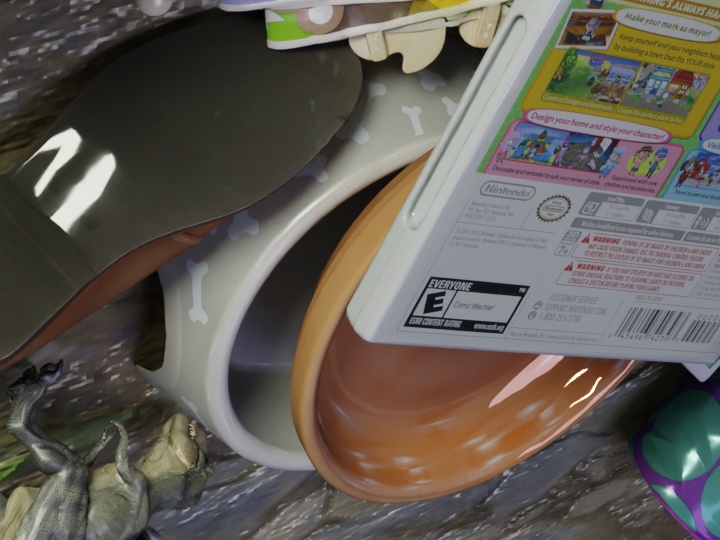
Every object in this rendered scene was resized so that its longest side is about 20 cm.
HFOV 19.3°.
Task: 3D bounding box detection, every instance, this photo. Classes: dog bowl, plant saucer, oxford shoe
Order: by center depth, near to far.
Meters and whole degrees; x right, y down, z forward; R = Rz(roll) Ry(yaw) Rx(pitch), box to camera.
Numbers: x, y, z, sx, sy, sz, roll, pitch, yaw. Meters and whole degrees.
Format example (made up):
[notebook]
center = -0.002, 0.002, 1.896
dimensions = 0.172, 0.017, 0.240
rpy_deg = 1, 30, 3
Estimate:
[oxford shoe]
center = -0.087, -0.029, 0.783
dimensions = 0.199, 0.072, 0.071
rpy_deg = -34, 174, -14
[plant saucer]
center = 0.053, 0.009, 0.859
dimensions = 0.199, 0.037, 0.201
rpy_deg = -25, 142, -21
[dog bowl]
center = 0.000, 0.000, 0.882
dimensions = 0.199, 0.059, 0.201
rpy_deg = -24, 141, -21

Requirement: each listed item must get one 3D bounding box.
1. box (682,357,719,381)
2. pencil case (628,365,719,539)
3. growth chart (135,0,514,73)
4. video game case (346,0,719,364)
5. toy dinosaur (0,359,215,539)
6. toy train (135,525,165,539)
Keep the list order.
[box]
center = 0.173, -0.037, 1.022
dimensions = 0.144, 0.036, 0.200
rpy_deg = -45, 145, 5
[pencil case]
center = 0.235, 0.058, 1.132
dimensions = 0.200, 0.085, 0.092
rpy_deg = -45, 115, 7
[growth chart]
center = 0.014, -0.133, 0.747
dimensions = 0.198, 0.018, 0.145
rpy_deg = -1, 129, -22
[video game case]
center = 0.110, -0.044, 0.799
dimensions = 0.199, 0.022, 0.183
rpy_deg = 5, 124, -40
[toy dinosaur]
center = -0.136, 0.093, 0.838
dimensions = 0.200, 0.047, 0.089
rpy_deg = -34, 106, -33
[toy train]
center = -0.161, 0.182, 0.905
dimensions = 0.199, 0.087, 0.115
rpy_deg = -34, 149, -11
